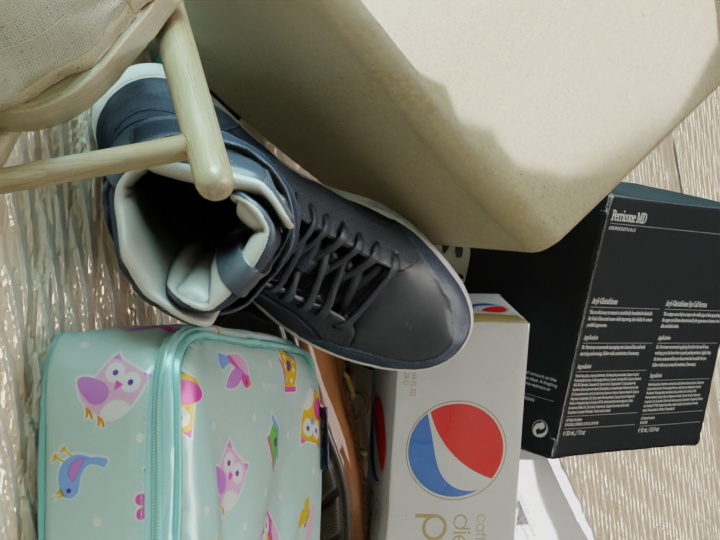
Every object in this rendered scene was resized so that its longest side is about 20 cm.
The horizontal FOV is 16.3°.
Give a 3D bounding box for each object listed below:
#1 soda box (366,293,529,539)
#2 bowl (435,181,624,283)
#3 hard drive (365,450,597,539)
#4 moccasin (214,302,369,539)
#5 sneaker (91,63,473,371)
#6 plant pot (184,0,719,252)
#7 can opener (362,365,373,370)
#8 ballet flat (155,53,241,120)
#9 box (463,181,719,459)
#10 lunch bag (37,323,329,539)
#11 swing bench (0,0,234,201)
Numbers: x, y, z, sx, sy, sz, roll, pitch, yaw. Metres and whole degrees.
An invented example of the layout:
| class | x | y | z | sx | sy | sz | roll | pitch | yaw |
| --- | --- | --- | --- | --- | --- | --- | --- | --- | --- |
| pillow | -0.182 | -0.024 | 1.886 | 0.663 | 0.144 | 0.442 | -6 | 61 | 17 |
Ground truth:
| class | x | y | z | sx | sy | sz | roll | pitch | yaw |
| --- | --- | --- | --- | --- | --- | --- | --- | --- | --- |
| soda box | 0.040 | 0.114 | 1.264 | 0.064 | 0.068 | 0.200 | -131 | -137 | -75 |
| bowl | 0.069 | 0.015 | 1.487 | 0.201 | 0.094 | 0.201 | -44 | 153 | -30 |
| hard drive | 0.048 | 0.160 | 1.379 | 0.200 | 0.025 | 0.132 | -37 | 108 | -40 |
| moccasin | -0.035 | 0.061 | 1.258 | 0.078 | 0.074 | 0.202 | -38 | 113 | -59 |
| sneaker | -0.029 | 0.000 | 1.081 | 0.202 | 0.077 | 0.146 | 33 | 11 | -17 |
| plant pot | 0.047 | -0.118 | 1.134 | 0.200 | 0.200 | 0.177 | -42 | 111 | -20 |
| can opener | 0.000 | 0.000 | 1.333 | 0.053 | 0.066 | 0.200 | 58 | -11 | 19 |
| ballet flat | -0.050 | -0.136 | 1.240 | 0.200 | 0.068 | 0.068 | -76 | 154 | -42 |
| box | 0.131 | 0.022 | 1.375 | 0.200 | 0.079 | 0.141 | 4 | 103 | -60 |
| lunch bag | -0.072 | 0.107 | 1.109 | 0.200 | 0.077 | 0.161 | 18 | 69 | -71 |
| swing bench | -0.124 | -0.153 | 0.930 | 0.199 | 0.130 | 0.200 | 66 | 22 | -46 |
